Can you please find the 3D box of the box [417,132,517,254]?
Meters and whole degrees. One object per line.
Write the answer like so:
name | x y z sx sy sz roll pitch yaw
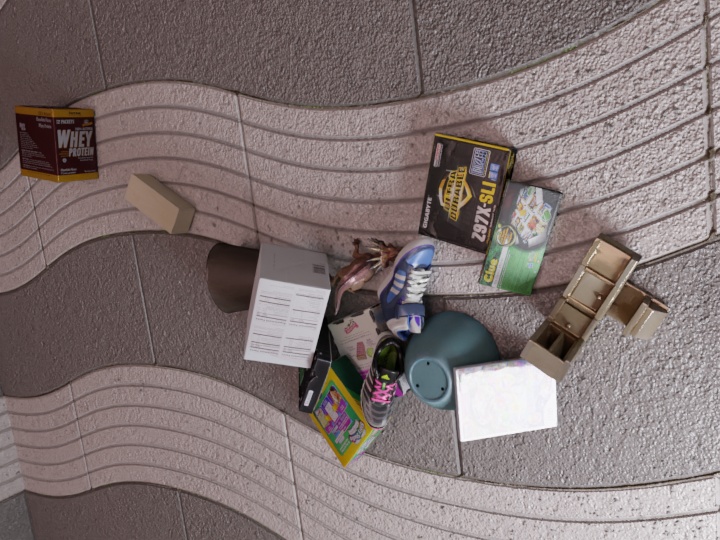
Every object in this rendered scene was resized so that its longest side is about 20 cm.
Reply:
box | 0.203 -0.150 1.178 0.158 0.049 0.204 19 111 27

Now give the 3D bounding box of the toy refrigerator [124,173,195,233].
toy refrigerator | -0.541 -0.182 1.648 0.198 0.070 0.077 33 110 22

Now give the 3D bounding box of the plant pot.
plant pot | 0.167 0.198 1.231 0.197 0.134 0.204 8 105 31

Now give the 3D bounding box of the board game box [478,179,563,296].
board game box | 0.294 -0.058 1.129 0.103 0.024 0.203 13 110 -1

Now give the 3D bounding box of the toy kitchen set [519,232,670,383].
toy kitchen set | 0.406 0.081 1.018 0.162 0.180 0.202 34 122 21

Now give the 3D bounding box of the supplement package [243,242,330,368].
supplement package | -0.159 0.075 1.308 0.148 0.153 0.203 10 118 -12

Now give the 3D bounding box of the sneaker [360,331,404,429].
sneaker | 0.046 0.225 1.251 0.072 0.087 0.204 12 82 -4

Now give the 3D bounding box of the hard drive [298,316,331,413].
hard drive | -0.105 0.208 1.385 0.037 0.201 0.142 16 111 -13

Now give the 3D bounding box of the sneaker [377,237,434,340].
sneaker | 0.112 0.050 1.237 0.201 0.079 0.148 -55 44 38

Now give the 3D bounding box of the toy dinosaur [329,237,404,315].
toy dinosaur | 0.000 0.000 1.287 0.086 0.200 0.135 45 166 -14

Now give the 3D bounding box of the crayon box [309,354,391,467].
crayon box | -0.034 0.321 1.379 0.173 0.058 0.201 51 139 21

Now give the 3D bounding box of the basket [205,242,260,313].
basket | -0.249 0.021 1.468 0.197 0.136 0.183 2 116 28

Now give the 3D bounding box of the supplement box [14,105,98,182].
supplement box | -0.892 -0.376 1.792 0.194 0.132 0.204 12 108 30

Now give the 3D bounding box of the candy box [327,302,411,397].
candy box | 0.024 0.189 1.366 0.135 0.061 0.203 -22 89 37

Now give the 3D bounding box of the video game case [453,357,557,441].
video game case | 0.278 0.242 1.164 0.196 0.018 0.146 -7 100 -7
